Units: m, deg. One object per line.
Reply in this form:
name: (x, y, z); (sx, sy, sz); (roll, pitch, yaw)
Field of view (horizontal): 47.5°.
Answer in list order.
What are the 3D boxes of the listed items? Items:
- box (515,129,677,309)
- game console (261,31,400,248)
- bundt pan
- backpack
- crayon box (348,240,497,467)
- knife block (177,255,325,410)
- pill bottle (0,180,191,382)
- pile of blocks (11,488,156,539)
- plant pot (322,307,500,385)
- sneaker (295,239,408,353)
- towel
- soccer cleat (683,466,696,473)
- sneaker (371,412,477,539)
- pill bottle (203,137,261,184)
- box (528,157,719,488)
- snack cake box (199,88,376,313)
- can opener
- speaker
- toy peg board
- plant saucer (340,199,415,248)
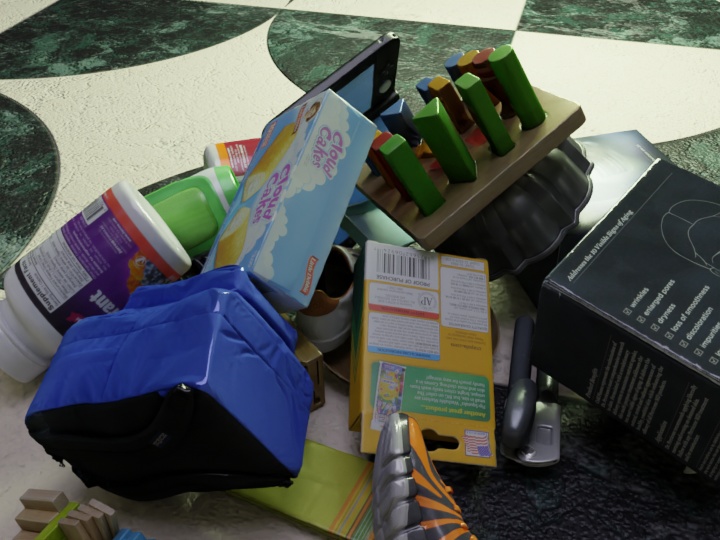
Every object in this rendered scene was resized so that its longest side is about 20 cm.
box: (0.270, -0.058, 0.943); (0.195, 0.125, 0.201); (-10, 37, -10)
game console: (-0.002, -0.138, 0.943); (0.199, 0.176, 0.116); (-41, 74, -17)
bundt pan: (0.141, -0.091, 0.870); (0.200, 0.076, 0.204); (-28, 39, 26)
backpack: (-0.154, 0.098, 0.677); (0.197, 0.163, 0.169); (-16, 40, 22)
crayon box: (0.055, 0.080, 0.749); (0.124, 0.052, 0.203); (9, 60, -12)
knife block: (-0.117, 0.051, 0.844); (0.196, 0.065, 0.177); (6, 37, 10)
pill bottle: (-0.276, 0.015, 0.809); (0.199, 0.112, 0.112); (-39, 44, -4)
pile of blocks: (-0.186, 0.224, 0.592); (0.197, 0.083, 0.062); (17, 39, 21)
plant pot: (0.045, 0.068, 0.853); (0.196, 0.028, 0.201); (0, 35, 0)
sneaker: (0.000, 0.000, 0.852); (0.072, 0.086, 0.200); (15, 36, 23)
towel: (-0.031, 0.187, 0.700); (0.197, 0.018, 0.086); (15, 35, 21)
soccer cleat: (0.276, 0.103, 0.770); (0.076, 0.070, 0.201); (-16, 42, -16)
sneaker: (0.072, 0.205, 0.612); (0.110, 0.078, 0.203); (0, 61, -13)
pill bottle: (-0.092, -0.114, 1.030); (0.197, 0.114, 0.113); (-10, 37, -15)
box: (0.284, 0.036, 0.706); (0.196, 0.125, 0.200); (34, 59, 27)
snack cake box: (-0.070, -0.059, 0.774); (0.114, 0.067, 0.202); (-16, 47, 52)
can opener: (0.165, 0.105, 0.774); (0.052, 0.067, 0.201); (6, 32, 11)
speaker: (-0.220, -0.042, 0.912); (0.198, 0.089, 0.089); (-26, 39, -2)
toy peg board: (0.081, -0.151, 0.825); (0.199, 0.098, 0.199); (-39, 32, -2)
plant saucer: (0.036, -0.052, 0.913); (0.070, 0.019, 0.199); (45, 25, 10)
